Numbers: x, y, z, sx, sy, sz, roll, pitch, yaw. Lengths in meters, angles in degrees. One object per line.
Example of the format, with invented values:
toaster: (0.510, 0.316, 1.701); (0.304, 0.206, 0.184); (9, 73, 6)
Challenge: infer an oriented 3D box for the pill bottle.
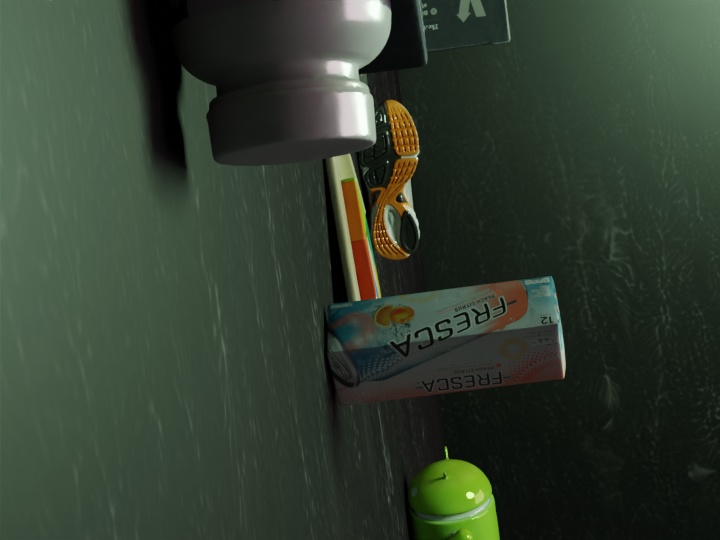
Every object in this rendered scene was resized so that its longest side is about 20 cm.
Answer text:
pill bottle: (-0.043, -0.157, 0.833); (0.112, 0.111, 0.202); (34, 49, -84)

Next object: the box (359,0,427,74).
box: (-0.027, -0.249, 1.100); (0.200, 0.123, 0.198); (65, 17, -78)

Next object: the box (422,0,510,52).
box: (0.057, -0.342, 1.859); (0.117, 0.195, 0.202); (-81, 164, -78)

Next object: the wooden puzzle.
wooden puzzle: (0.000, 0.000, 1.636); (0.185, 0.037, 0.201); (74, 11, -67)

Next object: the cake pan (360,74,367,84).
cake pan: (-0.019, -0.219, 1.716); (0.200, 0.036, 0.202); (-6, 90, -86)

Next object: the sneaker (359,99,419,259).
sneaker: (0.032, -0.120, 2.089); (0.092, 0.075, 0.201); (-105, -167, -66)

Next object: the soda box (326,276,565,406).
soda box: (0.073, 0.061, 1.430); (0.064, 0.198, 0.069); (-92, 172, -49)

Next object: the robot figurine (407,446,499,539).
robot figurine: (0.125, 0.341, 2.222); (0.176, 0.115, 0.202); (-87, 169, -71)
